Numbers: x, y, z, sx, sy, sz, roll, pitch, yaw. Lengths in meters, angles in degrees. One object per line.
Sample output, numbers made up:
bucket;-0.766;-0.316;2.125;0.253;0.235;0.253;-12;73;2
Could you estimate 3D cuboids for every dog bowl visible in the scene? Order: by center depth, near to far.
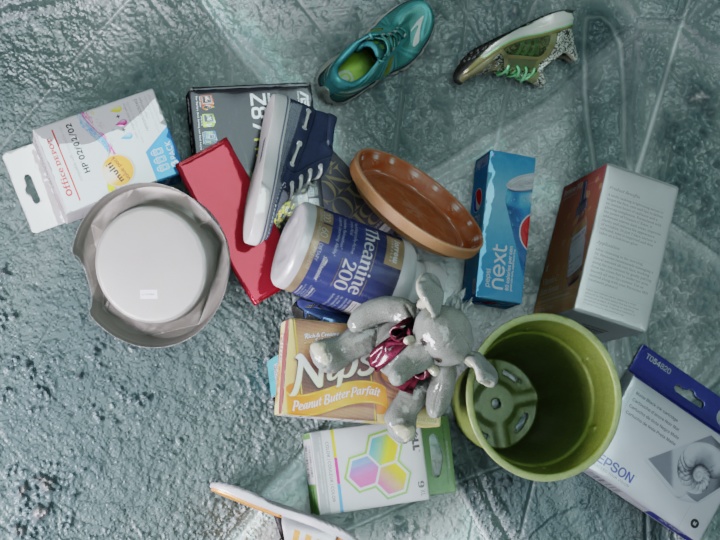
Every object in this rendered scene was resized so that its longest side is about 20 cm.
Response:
dog bowl;-0.250;-0.009;1.596;0.199;0.059;0.201;1;98;11

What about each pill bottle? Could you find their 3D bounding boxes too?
pill bottle;0.000;0.000;1.601;0.199;0.111;0.111;21;77;-16

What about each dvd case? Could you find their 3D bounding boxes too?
dvd case;-0.062;-0.082;1.713;0.200;0.016;0.149;47;74;-4

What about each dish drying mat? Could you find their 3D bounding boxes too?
dish drying mat;-0.151;-0.061;1.626;0.077;0.018;0.201;-30;92;-16

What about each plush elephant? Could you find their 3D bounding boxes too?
plush elephant;0.069;0.090;1.495;0.200;0.155;0.165;-40;93;-9

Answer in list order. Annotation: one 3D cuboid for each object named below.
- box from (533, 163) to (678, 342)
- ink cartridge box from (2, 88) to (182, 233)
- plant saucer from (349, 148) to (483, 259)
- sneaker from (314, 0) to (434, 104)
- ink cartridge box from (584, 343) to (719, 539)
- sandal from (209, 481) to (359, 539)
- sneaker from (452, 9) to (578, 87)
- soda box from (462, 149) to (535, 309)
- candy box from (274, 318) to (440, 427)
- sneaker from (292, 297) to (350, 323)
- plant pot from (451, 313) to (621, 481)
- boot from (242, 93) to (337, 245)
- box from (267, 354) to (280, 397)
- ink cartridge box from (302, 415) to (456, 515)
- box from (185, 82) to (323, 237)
box;0.321;-0.019;1.727;0.106;0.152;0.201;17;77;-10
ink cartridge box;-0.333;-0.135;1.627;0.199;0.068;0.116;-22;88;-16
plant saucer;0.069;-0.082;1.670;0.200;0.200;0.032;35;113;-7
sneaker;0.028;-0.291;1.733;0.200;0.080;0.078;-43;93;-16
ink cartridge box;0.421;0.233;1.772;0.199;0.041;0.201;33;76;-7
sandal;-0.097;0.321;1.618;0.206;0.079;0.059;21;78;-1
sneaker;0.222;-0.287;1.788;0.199;0.077;0.089;-27;97;-14
soda box;0.185;-0.054;1.745;0.067;0.064;0.201;9;80;-12
candy box;0.000;0.126;1.591;0.199;0.055;0.116;6;80;-12
sneaker;0.006;0.048;1.690;0.199;0.075;0.079;3;69;-20
plant pot;0.198;0.163;1.650;0.199;0.190;0.201;2;82;-14
boot;-0.084;-0.118;1.612;0.090;0.073;0.201;16;72;-16
box;-0.013;0.123;1.661;0.199;0.082;0.049;-6;82;-15
ink cartridge box;0.031;0.246;1.664;0.199;0.059;0.104;-5;83;-14
box;-0.134;-0.136;1.671;0.160;0.049;0.201;-4;85;-16
